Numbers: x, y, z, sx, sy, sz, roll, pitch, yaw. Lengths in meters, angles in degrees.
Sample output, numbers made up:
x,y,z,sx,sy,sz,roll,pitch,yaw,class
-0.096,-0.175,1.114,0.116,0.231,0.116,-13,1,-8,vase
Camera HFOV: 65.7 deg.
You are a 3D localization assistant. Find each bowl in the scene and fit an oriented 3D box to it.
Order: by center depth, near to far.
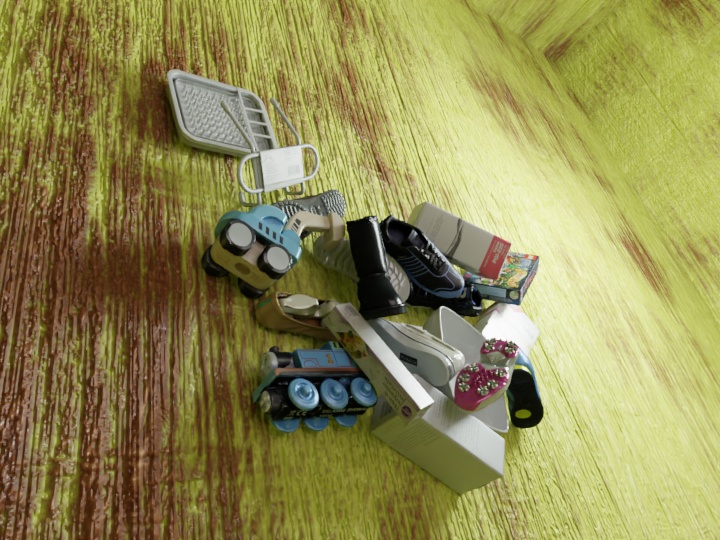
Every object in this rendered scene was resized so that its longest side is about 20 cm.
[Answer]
x,y,z,sx,sy,sz,roll,pitch,yaw,class
0.176,0.189,0.994,0.199,0.074,0.203,35,37,-35,bowl

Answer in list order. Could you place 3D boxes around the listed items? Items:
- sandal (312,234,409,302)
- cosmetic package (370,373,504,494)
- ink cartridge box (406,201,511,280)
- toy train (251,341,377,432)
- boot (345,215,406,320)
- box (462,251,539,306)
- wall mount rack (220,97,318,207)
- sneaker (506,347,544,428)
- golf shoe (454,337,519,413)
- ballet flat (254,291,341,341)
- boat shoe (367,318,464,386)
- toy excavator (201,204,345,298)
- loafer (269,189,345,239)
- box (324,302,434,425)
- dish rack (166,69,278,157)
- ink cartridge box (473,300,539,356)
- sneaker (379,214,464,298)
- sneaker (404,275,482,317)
x,y,z,sx,sy,sz,roll,pitch,yaw,class
0.003,-0.006,1.033,0.201,0.050,0.083,31,72,-8,sandal
0.123,0.260,0.878,0.199,0.101,0.075,37,40,-15,cosmetic package
0.192,-0.061,1.155,0.197,0.086,0.146,23,1,-4,ink cartridge box
-0.062,0.162,0.801,0.197,0.087,0.115,8,43,-39,toy train
0.021,-0.007,0.911,0.072,0.198,0.166,-8,90,-5,boot
0.322,0.009,1.279,0.134,0.038,0.200,9,27,26,box
-0.163,-0.208,0.972,0.199,0.074,0.177,-25,116,-50,wall mount rack
0.305,0.219,1.057,0.079,0.065,0.202,-84,157,-50,sneaker
0.205,0.185,0.896,0.074,0.093,0.199,14,26,30,golf shoe
-0.070,0.071,0.885,0.198,0.063,0.070,9,51,-40,ballet flat
0.082,0.122,0.917,0.198,0.072,0.069,19,27,40,boat shoe
-0.125,-0.054,0.884,0.193,0.100,0.202,33,50,-18,toy excavator
-0.115,-0.092,0.993,0.198,0.069,0.077,-20,99,-40,loafer
0.024,0.131,0.812,0.200,0.039,0.041,48,32,23,box
-0.256,-0.275,1.023,0.198,0.043,0.174,5,55,-42,dish rack
0.299,0.145,1.180,0.117,0.067,0.199,50,36,4,ink cartridge box
0.112,-0.026,1.030,0.198,0.078,0.071,34,66,5,sneaker
0.160,0.039,1.087,0.198,0.111,0.074,21,68,-32,sneaker
